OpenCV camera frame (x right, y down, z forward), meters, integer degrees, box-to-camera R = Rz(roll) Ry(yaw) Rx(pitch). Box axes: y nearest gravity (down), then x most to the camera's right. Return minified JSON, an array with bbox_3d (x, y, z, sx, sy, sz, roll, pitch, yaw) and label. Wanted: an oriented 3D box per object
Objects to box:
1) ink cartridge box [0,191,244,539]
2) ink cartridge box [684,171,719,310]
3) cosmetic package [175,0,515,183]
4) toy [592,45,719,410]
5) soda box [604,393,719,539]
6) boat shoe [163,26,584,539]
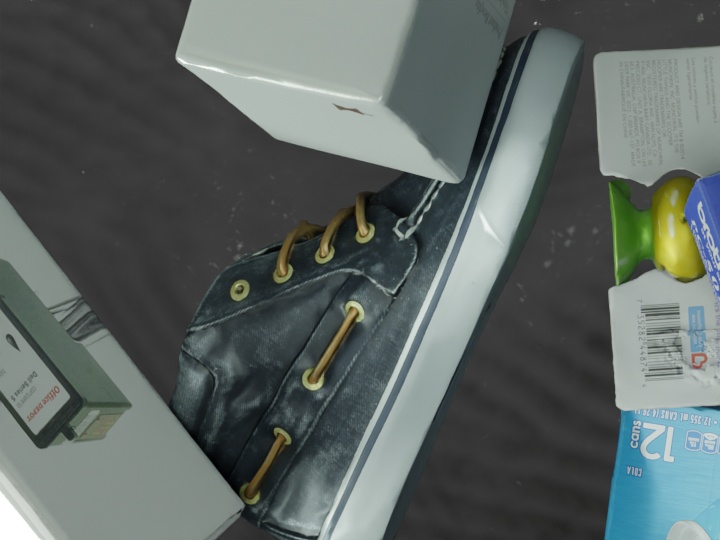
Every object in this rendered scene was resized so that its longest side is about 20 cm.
[{"bbox_3d":[-0.158,0.052,0.949,0.200,0.084,0.145,52,129,0],"label":"ink cartridge box"},{"bbox_3d":[0.208,-0.010,0.854,0.199,0.044,0.095,-18,78,-3],"label":"ink cartridge box"},{"bbox_3d":[0.017,-0.139,0.867,0.071,0.101,0.201,14,82,18],"label":"cosmetic package"},{"bbox_3d":[0.176,-0.016,0.903,0.198,0.047,0.116,-3,80,-1],"label":"toy"},{"bbox_3d":[0.181,0.080,0.911,0.198,0.068,0.065,8,100,11],"label":"soda box"},{"bbox_3d":[0.000,0.000,0.937,0.090,0.071,0.201,25,103,6],"label":"boat shoe"}]
